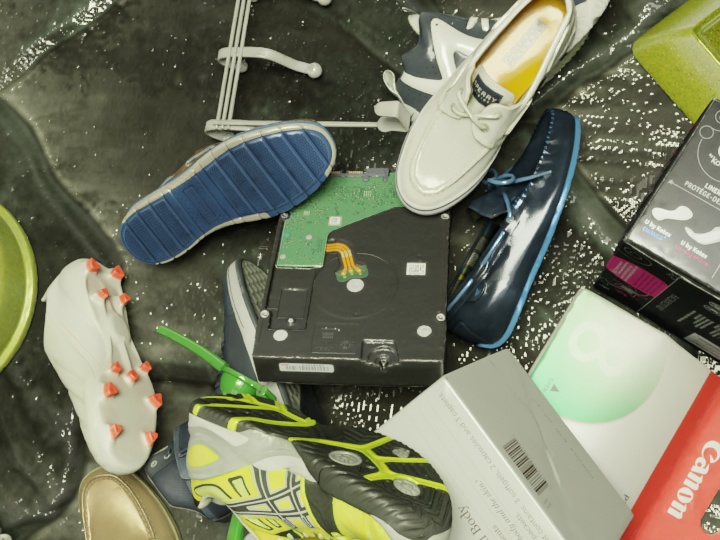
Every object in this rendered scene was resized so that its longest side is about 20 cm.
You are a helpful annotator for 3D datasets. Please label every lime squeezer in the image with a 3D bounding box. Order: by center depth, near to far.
[{"bbox_3d":[-0.091,0.104,0.728,0.071,0.038,0.200,-39,53,18],"label":"lime squeezer"}]

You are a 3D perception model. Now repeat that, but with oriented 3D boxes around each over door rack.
[{"bbox_3d":[-0.031,-0.178,0.838,0.199,0.067,0.148,1,78,33],"label":"over door rack"}]

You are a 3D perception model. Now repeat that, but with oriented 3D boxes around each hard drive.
[{"bbox_3d":[0.000,0.000,0.782,0.139,0.038,0.200,0,48,6],"label":"hard drive"}]

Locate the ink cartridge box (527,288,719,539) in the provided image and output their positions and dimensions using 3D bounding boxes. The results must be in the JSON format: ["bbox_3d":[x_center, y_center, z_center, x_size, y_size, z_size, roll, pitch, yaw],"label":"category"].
[{"bbox_3d":[0.214,0.133,0.776,0.200,0.050,0.161,31,85,14],"label":"ink cartridge box"}]

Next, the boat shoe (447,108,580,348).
[{"bbox_3d":[0.116,-0.040,0.798,0.068,0.084,0.201,21,81,-3],"label":"boat shoe"}]

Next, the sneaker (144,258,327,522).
[{"bbox_3d":[-0.112,0.099,0.809,0.146,0.077,0.203,-32,56,20],"label":"sneaker"}]

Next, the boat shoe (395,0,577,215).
[{"bbox_3d":[0.093,-0.128,0.758,0.071,0.070,0.200,40,96,7],"label":"boat shoe"}]

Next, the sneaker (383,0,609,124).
[{"bbox_3d":[0.102,-0.194,0.831,0.130,0.079,0.199,43,98,4],"label":"sneaker"}]

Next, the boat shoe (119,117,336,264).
[{"bbox_3d":[-0.107,-0.077,0.821,0.199,0.072,0.072,-22,117,19],"label":"boat shoe"}]

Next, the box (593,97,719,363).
[{"bbox_3d":[0.259,-0.017,0.717,0.132,0.200,0.115,32,86,11],"label":"box"}]

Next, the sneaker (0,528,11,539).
[{"bbox_3d":[-0.294,0.247,0.816,0.071,0.073,0.201,-14,87,-5],"label":"sneaker"}]

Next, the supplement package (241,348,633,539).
[{"bbox_3d":[0.054,0.181,0.704,0.200,0.151,0.152,-41,76,20],"label":"supplement package"}]

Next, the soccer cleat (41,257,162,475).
[{"bbox_3d":[-0.214,0.081,0.819,0.077,0.069,0.200,-35,55,23],"label":"soccer cleat"}]

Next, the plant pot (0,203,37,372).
[{"bbox_3d":[-0.391,0.005,0.807,0.200,0.184,0.201,-1,80,7],"label":"plant pot"}]

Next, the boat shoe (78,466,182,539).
[{"bbox_3d":[-0.175,0.247,0.796,0.072,0.065,0.201,-24,78,3],"label":"boat shoe"}]

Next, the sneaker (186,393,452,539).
[{"bbox_3d":[-0.028,0.136,0.625,0.200,0.075,0.077,16,102,39],"label":"sneaker"}]

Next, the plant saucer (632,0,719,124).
[{"bbox_3d":[0.359,-0.174,0.811,0.199,0.048,0.200,-37,77,0],"label":"plant saucer"}]
